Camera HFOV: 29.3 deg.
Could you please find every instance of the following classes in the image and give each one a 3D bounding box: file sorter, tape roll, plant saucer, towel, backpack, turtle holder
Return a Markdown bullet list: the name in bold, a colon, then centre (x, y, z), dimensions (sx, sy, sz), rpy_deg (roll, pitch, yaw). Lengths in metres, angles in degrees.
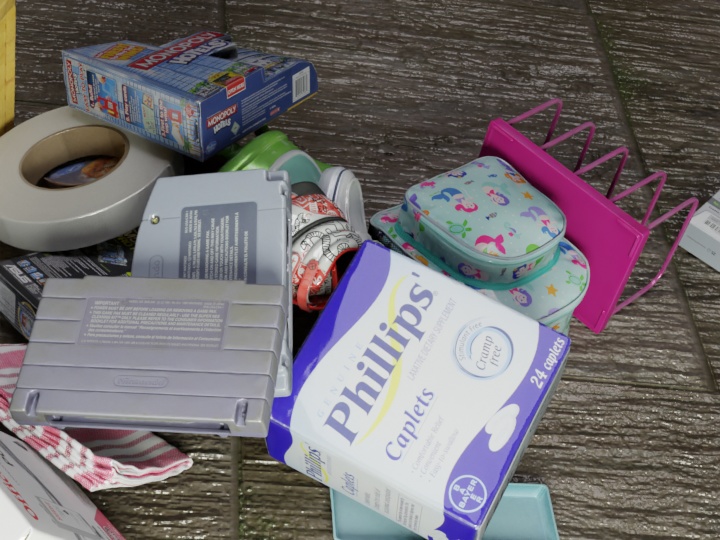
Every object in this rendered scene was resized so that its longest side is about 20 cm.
- **file sorter**: centre (0.228, -0.066, 1.431), dimensions (0.125, 0.139, 0.200), rpy_deg (-29, 58, -38)
- **tape roll**: centre (-0.268, -0.094, 1.314), dimensions (0.202, 0.037, 0.203), rpy_deg (-7, 39, 5)
- **plant saucer**: centre (0.071, 0.213, 1.191), dimensions (0.199, 0.019, 0.070), rpy_deg (4, 45, -10)
- **towel**: centre (-0.245, 0.113, 1.140), dimensions (0.200, 0.030, 0.146), rpy_deg (34, 8, 18)
- **backpack**: centre (0.121, -0.004, 1.340), dimensions (0.177, 0.151, 0.200), rpy_deg (-23, 60, -35)
- **turtle holder**: centre (-0.092, -0.060, 1.357), dimensions (0.132, 0.141, 0.185), rpy_deg (41, 7, 5)

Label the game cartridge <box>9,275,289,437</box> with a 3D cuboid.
- **game cartridge**: centre (-0.161, 0.064, 1.072), dimensions (0.199, 0.038, 0.130), rpy_deg (2, 52, 9)

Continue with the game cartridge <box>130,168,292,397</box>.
- **game cartridge**: centre (-0.122, 0.013, 1.137), dimensions (0.133, 0.042, 0.201), rpy_deg (-6, 64, 10)

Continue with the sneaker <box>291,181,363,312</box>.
- **sneaker**: centre (-0.091, -0.001, 1.202), dimensions (0.201, 0.067, 0.108), rpy_deg (-26, 54, -24)

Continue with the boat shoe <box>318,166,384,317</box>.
- **boat shoe**: centre (0.000, 0.000, 1.292), dimensions (0.067, 0.074, 0.201), rpy_deg (-5, 82, 24)

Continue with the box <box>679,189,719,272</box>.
- **box**: centre (0.471, -0.045, 1.549), dimensions (0.156, 0.041, 0.200), rpy_deg (36, 48, 20)

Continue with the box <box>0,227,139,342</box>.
- **box**: centre (-0.211, 0.039, 1.229), dimensions (0.160, 0.044, 0.200), rpy_deg (-18, 41, -40)

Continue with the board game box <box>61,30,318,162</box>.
- **board game box**: centre (-0.176, -0.185, 1.333), dimensions (0.199, 0.062, 0.200), rpy_deg (15, 32, 26)

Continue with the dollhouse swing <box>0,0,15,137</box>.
- **dollhouse swing**: centre (-0.426, -0.173, 1.312), dimensions (0.181, 0.200, 0.176), rpy_deg (32, 46, 17)

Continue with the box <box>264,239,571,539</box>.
- **box**: centre (0.047, 0.107, 1.158), dimensions (0.200, 0.105, 0.184), rpy_deg (26, 68, 12)

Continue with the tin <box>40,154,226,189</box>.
- **tin**: centre (-0.226, -0.119, 1.392), dimensions (0.199, 0.042, 0.112), rpy_deg (-16, 44, -7)

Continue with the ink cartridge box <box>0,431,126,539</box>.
- **ink cartridge box**: centre (-0.256, 0.185, 0.992), dimensions (0.083, 0.200, 0.146), rpy_deg (-46, 66, -4)
